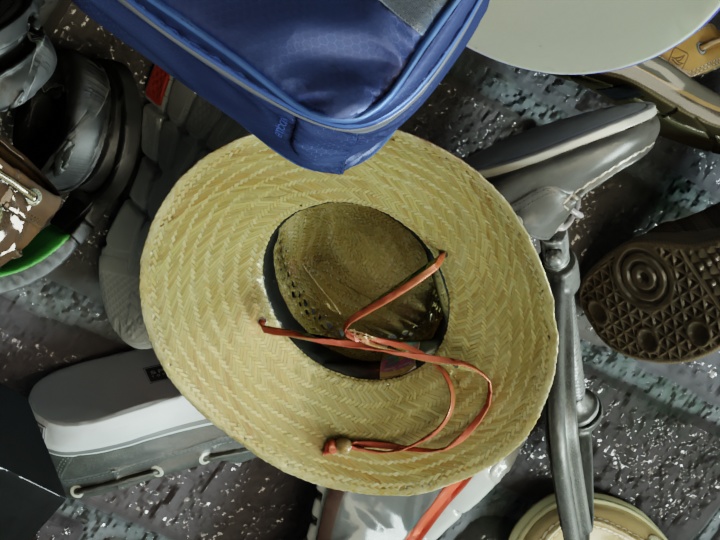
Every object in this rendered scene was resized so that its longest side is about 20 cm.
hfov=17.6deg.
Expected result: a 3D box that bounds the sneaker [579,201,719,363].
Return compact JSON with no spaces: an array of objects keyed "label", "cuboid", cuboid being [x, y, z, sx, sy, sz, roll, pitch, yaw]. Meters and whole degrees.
[{"label":"sneaker","cuboid":[0.200,-0.008,1.186,0.075,0.199,0.071,-30,94,-42]}]

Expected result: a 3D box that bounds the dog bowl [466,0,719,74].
[{"label":"dog bowl","cuboid":[0.089,-0.189,0.998,0.199,0.079,0.201,14,127,20]}]

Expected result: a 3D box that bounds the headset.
[{"label":"headset","cuboid":[-0.140,-0.079,1.024,0.123,0.094,0.201,37,83,-35]}]

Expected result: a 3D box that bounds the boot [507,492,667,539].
[{"label":"boot","cuboid":[0.177,0.213,1.288,0.073,0.156,0.200,-45,125,7]}]

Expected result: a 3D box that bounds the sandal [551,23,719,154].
[{"label":"sandal","cuboid":[0.146,-0.104,1.143,0.199,0.082,0.055,24,85,-16]}]

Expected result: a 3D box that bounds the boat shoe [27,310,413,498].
[{"label":"boat shoe","cuboid":[-0.067,0.067,1.160,0.198,0.069,0.057,-10,125,-10]}]

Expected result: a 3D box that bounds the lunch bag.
[{"label":"lunch bag","cuboid":[-0.041,-0.146,0.927,0.199,0.132,0.136,35,81,2]}]

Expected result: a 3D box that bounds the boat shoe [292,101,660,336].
[{"label":"boat shoe","cuboid":[0.059,-0.025,1.129,0.199,0.067,0.057,-21,101,15]}]

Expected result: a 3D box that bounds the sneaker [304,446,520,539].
[{"label":"sneaker","cuboid":[0.000,0.121,1.218,0.082,0.077,0.200,40,97,-9]}]

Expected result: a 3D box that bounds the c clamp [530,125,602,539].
[{"label":"c clamp","cuboid":[0.109,0.056,1.194,0.027,0.172,0.201,-4,138,7]}]

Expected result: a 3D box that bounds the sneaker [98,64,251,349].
[{"label":"sneaker","cuboid":[-0.057,-0.054,1.099,0.081,0.077,0.201,2,126,-41]}]

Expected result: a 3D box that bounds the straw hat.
[{"label":"straw hat","cuboid":[0.000,0.000,1.071,0.199,0.085,0.202,4,122,7]}]

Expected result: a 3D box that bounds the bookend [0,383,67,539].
[{"label":"bookend","cuboid":[-0.203,0.133,1.098,0.200,0.092,0.198,-46,132,13]}]

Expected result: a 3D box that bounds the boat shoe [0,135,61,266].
[{"label":"boat shoe","cuboid":[-0.193,-0.085,0.945,0.075,0.075,0.203,-34,124,-1]}]
